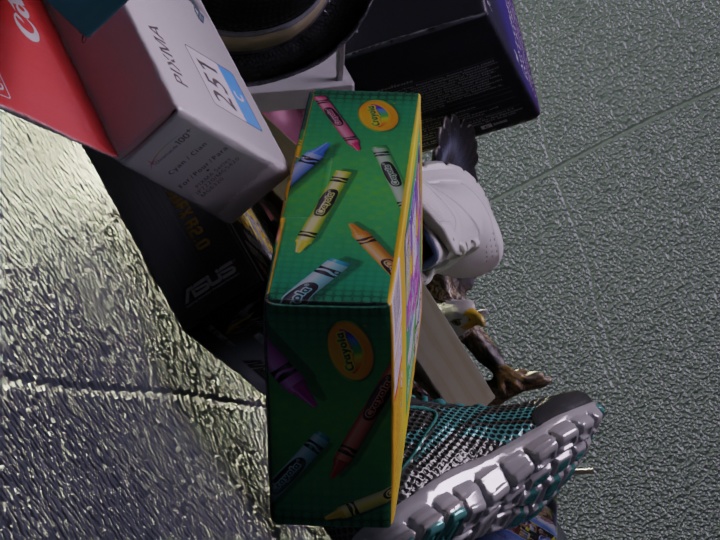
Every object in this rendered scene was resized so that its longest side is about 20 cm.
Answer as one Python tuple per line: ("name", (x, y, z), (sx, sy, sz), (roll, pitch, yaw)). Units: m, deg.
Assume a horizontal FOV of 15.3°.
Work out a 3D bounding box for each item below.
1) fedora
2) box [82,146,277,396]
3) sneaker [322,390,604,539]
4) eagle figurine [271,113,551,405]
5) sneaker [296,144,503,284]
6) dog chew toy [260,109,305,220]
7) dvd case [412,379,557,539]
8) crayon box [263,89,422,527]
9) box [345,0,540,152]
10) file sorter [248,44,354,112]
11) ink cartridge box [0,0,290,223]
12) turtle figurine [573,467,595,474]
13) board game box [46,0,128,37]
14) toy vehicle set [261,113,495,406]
("fedora", (-0.071, -0.200, 1.389), (0.201, 0.200, 0.092), (59, -18, 10))
("box", (-0.078, -0.020, 1.384), (0.159, 0.048, 0.200), (60, 4, 21))
("sneaker", (0.046, 0.091, 1.361), (0.091, 0.078, 0.200), (44, 39, 20))
("eagle figurine", (0.039, 0.011, 1.730), (0.200, 0.151, 0.152), (59, 41, -14))
("sneaker", (0.030, -0.024, 1.571), (0.200, 0.074, 0.087), (25, 27, -56))
("dog chew toy", (-0.061, -0.092, 1.702), (0.125, 0.124, 0.200), (59, 11, 5))
("dvd case", (0.044, 0.111, 1.464), (0.142, 0.018, 0.200), (29, 17, -5))
("crayon box", (-0.005, 0.013, 1.245), (0.200, 0.058, 0.119), (-81, 171, -59))
("box", (0.033, -0.177, 1.685), (0.200, 0.104, 0.149), (48, 27, -71))
("file sorter", (-0.093, -0.190, 1.545), (0.200, 0.138, 0.125), (-116, -156, -54))
("ink cartridge box", (-0.132, -0.130, 1.232), (0.176, 0.045, 0.200), (27, 29, -53))
("turtle figurine", (0.095, 0.185, 1.645), (0.200, 0.100, 0.150), (102, -23, -71))
("board game box", (-0.172, -0.210, 1.151), (0.200, 0.047, 0.151), (41, 20, -24))
("toy vehicle set", (0.000, 0.000, 1.471), (0.124, 0.027, 0.200), (44, -7, 33))
